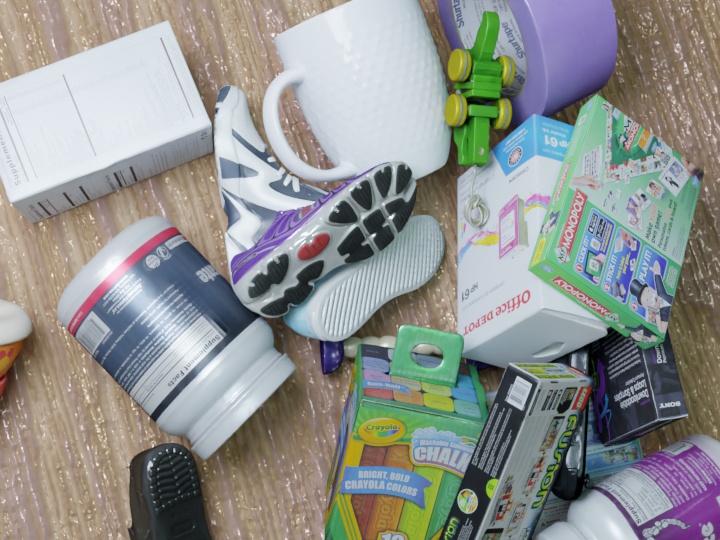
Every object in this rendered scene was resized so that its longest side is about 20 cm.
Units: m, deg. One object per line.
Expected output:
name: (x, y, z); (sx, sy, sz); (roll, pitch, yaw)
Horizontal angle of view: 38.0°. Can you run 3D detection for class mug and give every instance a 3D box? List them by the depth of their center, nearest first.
mug: (-0.006, -0.162, 1.019); (0.199, 0.147, 0.177); (-28, 101, -29)

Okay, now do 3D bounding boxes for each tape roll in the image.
tape roll: (0.159, -0.250, 1.030); (0.084, 0.200, 0.202); (-26, 86, -13)

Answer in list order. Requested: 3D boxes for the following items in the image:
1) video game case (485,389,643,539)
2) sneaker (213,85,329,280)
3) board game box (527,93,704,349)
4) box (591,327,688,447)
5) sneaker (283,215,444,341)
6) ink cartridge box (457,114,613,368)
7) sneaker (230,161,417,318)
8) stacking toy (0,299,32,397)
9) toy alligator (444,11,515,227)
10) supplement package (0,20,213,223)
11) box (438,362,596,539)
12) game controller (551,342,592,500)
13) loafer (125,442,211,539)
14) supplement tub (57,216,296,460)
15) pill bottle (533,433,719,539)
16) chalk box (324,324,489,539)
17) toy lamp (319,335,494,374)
video game case: (0.193, 0.205, 1.066); (0.198, 0.022, 0.184); (-11, 84, -7)
sneaker: (-0.078, -0.087, 1.044); (0.128, 0.079, 0.202); (-6, 83, -9)
board game box: (0.235, -0.048, 0.943); (0.134, 0.029, 0.201); (32, 57, -12)
box: (0.253, 0.059, 1.014); (0.036, 0.143, 0.202); (-4, 73, -9)
sneaker: (0.000, 0.000, 1.041); (0.199, 0.081, 0.075); (-32, 114, -37)
ink cartridge box: (0.162, -0.022, 0.998); (0.084, 0.144, 0.202); (13, 63, -23)
sneaker: (-0.039, -0.045, 0.970); (0.199, 0.084, 0.081); (-33, 132, -6)
stacking toy: (-0.388, 0.126, 0.974); (0.144, 0.146, 0.202); (8, 101, -6)
toy alligator: (0.108, -0.145, 1.006); (0.059, 0.054, 0.203); (2, 97, -19)
supplement package: (-0.255, -0.141, 1.014); (0.198, 0.110, 0.115); (-22, 86, -9)
box: (0.134, 0.180, 0.922); (0.035, 0.110, 0.202); (28, 103, 37)
game controller: (0.205, 0.119, 1.013); (0.042, 0.104, 0.202); (4, 76, 11)
loafer: (-0.182, 0.260, 0.998); (0.072, 0.071, 0.203); (-6, 95, -38)
supplement tub: (-0.171, 0.063, 0.981); (0.140, 0.140, 0.200); (-44, 89, -10)
pill bottle: (0.269, 0.246, 0.996); (0.198, 0.112, 0.113); (-24, 86, -16)
chalk box: (0.045, 0.151, 0.965); (0.123, 0.124, 0.202); (10, 110, -5)
toy lamp: (0.059, 0.076, 1.050); (0.197, 0.058, 0.059); (-4, 83, -6)
